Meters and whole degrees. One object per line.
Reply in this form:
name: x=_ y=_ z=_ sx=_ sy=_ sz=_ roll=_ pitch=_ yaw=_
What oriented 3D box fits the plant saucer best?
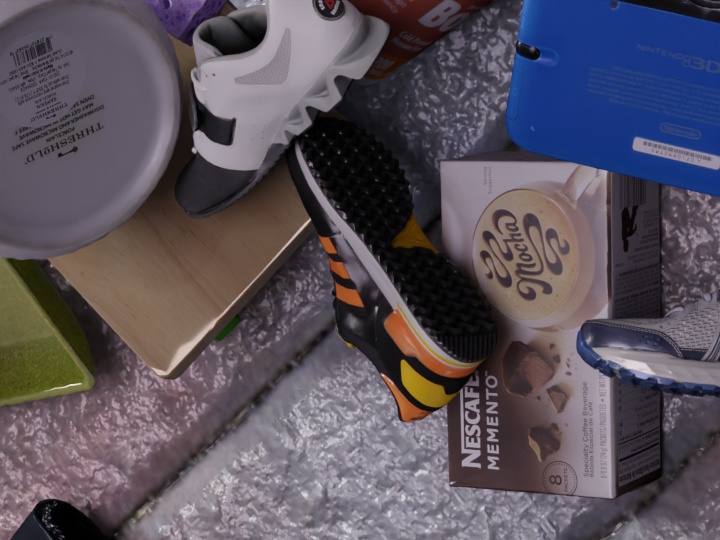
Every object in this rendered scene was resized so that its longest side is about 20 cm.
plant saucer: x=-0.289 y=0.005 z=1.640 sx=0.200 sy=0.048 sz=0.200 roll=-12 pitch=121 yaw=38

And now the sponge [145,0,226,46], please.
sponge: x=-0.091 y=-0.251 z=1.517 sx=0.112 sy=0.030 sz=0.200 roll=38 pitch=92 yaw=19

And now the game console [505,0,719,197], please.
game console: x=0.197 y=-0.143 z=1.336 sx=0.200 sy=0.118 sz=0.171 roll=14 pitch=120 yaw=12

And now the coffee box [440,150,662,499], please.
coffee box: x=0.116 y=0.031 z=1.446 sx=0.113 sy=0.080 sz=0.200 roll=3 pitch=98 yaw=29

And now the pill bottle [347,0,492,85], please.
pill bottle: x=0.047 y=-0.206 z=1.437 sx=0.200 sy=0.112 sz=0.112 roll=-34 pitch=80 yaw=28

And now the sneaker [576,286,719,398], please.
sneaker: x=0.221 y=0.030 z=1.370 sx=0.200 sy=0.077 sz=0.085 roll=2 pitch=84 yaw=-5

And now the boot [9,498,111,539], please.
boot: x=-0.211 y=0.277 z=1.659 sx=0.168 sy=0.076 sz=0.200 roll=-41 pitch=70 yaw=30

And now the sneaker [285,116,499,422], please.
sneaker: x=0.000 y=0.000 z=1.439 sx=0.200 sy=0.070 sz=0.090 roll=57 pitch=133 yaw=27

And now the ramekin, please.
ramekin: x=-0.200 y=-0.101 z=1.432 sx=0.105 sy=0.200 sz=0.200 roll=34 pitch=114 yaw=50

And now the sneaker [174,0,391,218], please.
sneaker: x=-0.070 y=-0.109 z=1.428 sx=0.088 sy=0.074 sz=0.200 roll=33 pitch=133 yaw=-14

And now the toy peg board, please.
toy peg board: x=-0.110 y=-0.066 z=1.567 sx=0.200 sy=0.098 sz=0.199 roll=45 pitch=99 yaw=16
